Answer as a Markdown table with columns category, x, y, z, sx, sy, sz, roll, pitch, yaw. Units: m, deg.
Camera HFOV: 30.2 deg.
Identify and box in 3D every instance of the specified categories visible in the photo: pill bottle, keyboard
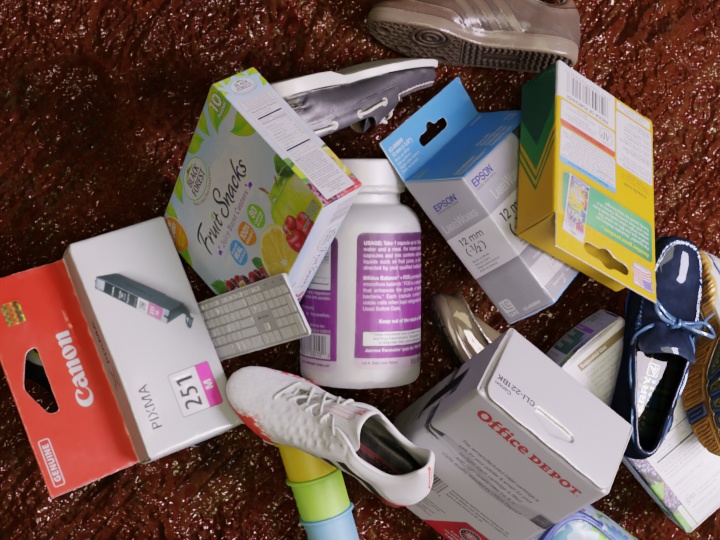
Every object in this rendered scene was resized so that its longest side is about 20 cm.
| category | x | y | z | sx | sy | sz | roll | pitch | yaw |
| --- | --- | --- | --- | --- | --- | --- | --- | --- | --- |
| pill bottle | 0.000 | 0.000 | 1.208 | 0.111 | 0.112 | 0.202 | 0 | 94 | -5 |
| keyboard | -0.111 | 0.047 | 1.175 | 0.011 | 0.199 | 0.057 | -21 | 91 | -39 |

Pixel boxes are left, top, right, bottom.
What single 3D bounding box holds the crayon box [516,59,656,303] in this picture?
| category | x | y | z | sx | sy | sz | roll | pitch | yaw |
| --- | --- | --- | --- | --- | --- | --- | --- | --- | --- |
| crayon box | 0.200 | -0.071 | 1.180 | 0.125 | 0.051 | 0.201 | 27 | 52 | -28 |

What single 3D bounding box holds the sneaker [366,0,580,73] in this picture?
| category | x | y | z | sx | sy | sz | roll | pitch | yaw |
| --- | --- | --- | --- | --- | --- | --- | --- | --- | --- |
| sneaker | 0.105 | -0.234 | 1.235 | 0.198 | 0.070 | 0.076 | 10 | 73 | -8 |

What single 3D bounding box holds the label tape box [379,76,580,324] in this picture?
| category | x | y | z | sx | sy | sz | roll | pitch | yaw |
| --- | --- | --- | --- | --- | --- | --- | --- | --- | --- |
| label tape box | 0.128 | -0.075 | 1.202 | 0.201 | 0.066 | 0.143 | 54 | 47 | -7 |

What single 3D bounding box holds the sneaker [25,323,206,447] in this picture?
| category | x | y | z | sx | sy | sz | roll | pitch | yaw |
| --- | --- | --- | --- | --- | --- | --- | --- | --- | --- |
| sneaker | -0.230 | 0.108 | 1.230 | 0.199 | 0.072 | 0.083 | 34 | 124 | -10 |

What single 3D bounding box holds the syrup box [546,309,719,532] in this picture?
| category | x | y | z | sx | sy | sz | roll | pitch | yaw |
| --- | --- | --- | --- | --- | --- | --- | --- | --- | --- |
| syrup box | 0.266 | 0.138 | 1.257 | 0.081 | 0.079 | 0.200 | -40 | 96 | -1 |

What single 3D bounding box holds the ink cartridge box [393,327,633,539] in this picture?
| category | x | y | z | sx | sy | sz | roll | pitch | yaw |
| --- | --- | --- | --- | --- | --- | --- | --- | --- | --- |
| ink cartridge box | 0.120 | 0.160 | 1.183 | 0.144 | 0.200 | 0.084 | 39 | 50 | -6 |

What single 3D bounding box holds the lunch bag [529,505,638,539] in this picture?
| category | x | y | z | sx | sy | sz | roll | pitch | yaw |
| --- | --- | --- | --- | --- | --- | --- | --- | --- | --- |
| lunch bag | 0.211 | 0.317 | 1.249 | 0.200 | 0.082 | 0.161 | 38 | 94 | -17 |

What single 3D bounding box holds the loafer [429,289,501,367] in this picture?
| category | x | y | z | sx | sy | sz | roll | pitch | yaw |
| --- | --- | --- | --- | --- | --- | --- | --- | --- | --- |
| loafer | 0.137 | 0.092 | 1.249 | 0.067 | 0.076 | 0.201 | -37 | 106 | -3 |

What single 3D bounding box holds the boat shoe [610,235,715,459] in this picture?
| category | x | y | z | sx | sy | sz | roll | pitch | yaw |
| --- | --- | --- | --- | --- | --- | --- | --- | --- | --- |
| boat shoe | 0.273 | 0.070 | 1.179 | 0.083 | 0.069 | 0.202 | 6 | 91 | -7 |

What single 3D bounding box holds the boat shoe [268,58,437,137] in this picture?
| category | x | y | z | sx | sy | sz | roll | pitch | yaw |
| --- | --- | --- | --- | --- | --- | --- | --- | --- | --- |
| boat shoe | -0.005 | -0.151 | 1.185 | 0.199 | 0.074 | 0.061 | -20 | 103 | -44 |

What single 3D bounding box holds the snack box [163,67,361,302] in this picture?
| category | x | y | z | sx | sy | sz | roll | pitch | yaw |
| --- | --- | --- | --- | --- | --- | --- | --- | --- | --- |
| snack box | -0.091 | -0.054 | 1.142 | 0.053 | 0.200 | 0.142 | -30 | 71 | -37 |

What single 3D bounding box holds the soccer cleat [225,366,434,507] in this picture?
| category | x | y | z | sx | sy | sz | roll | pitch | yaw |
| --- | --- | --- | --- | --- | --- | --- | --- | --- | --- |
| soccer cleat | -0.024 | 0.133 | 1.144 | 0.199 | 0.085 | 0.069 | 31 | 59 | 6 |

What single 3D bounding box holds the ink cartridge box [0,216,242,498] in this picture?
| category | x | y | z | sx | sy | sz | roll | pitch | yaw |
| --- | --- | --- | --- | --- | --- | --- | --- | --- | --- |
| ink cartridge box | -0.219 | 0.072 | 1.162 | 0.173 | 0.044 | 0.201 | -20 | 84 | -27 |

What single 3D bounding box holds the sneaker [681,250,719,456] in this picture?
| category | x | y | z | sx | sy | sz | roll | pitch | yaw |
| --- | --- | --- | --- | --- | --- | --- | --- | --- | --- |
| sneaker | 0.343 | 0.076 | 1.224 | 0.088 | 0.075 | 0.202 | 16 | 59 | -30 |

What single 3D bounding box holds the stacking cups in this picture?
| category | x | y | z | sx | sy | sz | roll | pitch | yaw |
| --- | --- | --- | --- | --- | --- | --- | --- | --- | --- |
| stacking cups | -0.025 | 0.243 | 1.255 | 0.060 | 0.061 | 0.202 | -18 | 100 | -4 |
